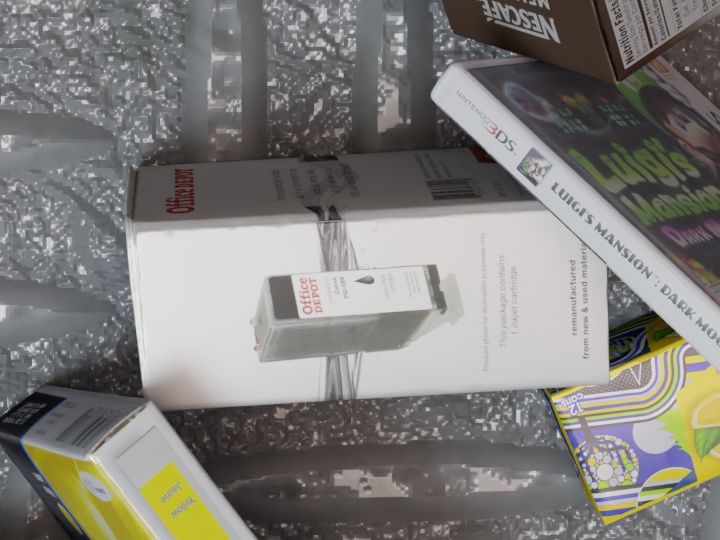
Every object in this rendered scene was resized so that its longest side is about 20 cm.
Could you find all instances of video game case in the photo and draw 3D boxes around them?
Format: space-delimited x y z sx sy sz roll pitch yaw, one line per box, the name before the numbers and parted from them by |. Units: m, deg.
video game case | 0.140 -0.027 1.144 0.182 0.200 0.023 44 115 17

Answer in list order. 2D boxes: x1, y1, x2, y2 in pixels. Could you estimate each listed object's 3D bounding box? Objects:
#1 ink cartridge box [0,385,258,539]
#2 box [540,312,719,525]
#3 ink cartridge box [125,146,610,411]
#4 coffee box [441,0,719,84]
ink cartridge box | -0.070 0.140 1.189 0.047 0.197 0.200 -37 101 -17
box | 0.185 0.040 1.257 0.199 0.064 0.070 -24 102 0
ink cartridge box | 0.000 0.000 1.193 0.199 0.147 0.083 -3 103 -3
coffee box | 0.132 -0.169 1.143 0.200 0.114 0.080 -34 122 -23
